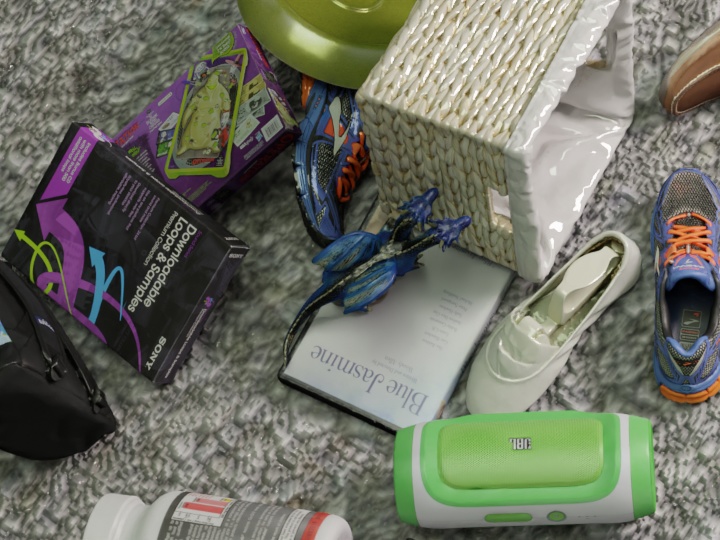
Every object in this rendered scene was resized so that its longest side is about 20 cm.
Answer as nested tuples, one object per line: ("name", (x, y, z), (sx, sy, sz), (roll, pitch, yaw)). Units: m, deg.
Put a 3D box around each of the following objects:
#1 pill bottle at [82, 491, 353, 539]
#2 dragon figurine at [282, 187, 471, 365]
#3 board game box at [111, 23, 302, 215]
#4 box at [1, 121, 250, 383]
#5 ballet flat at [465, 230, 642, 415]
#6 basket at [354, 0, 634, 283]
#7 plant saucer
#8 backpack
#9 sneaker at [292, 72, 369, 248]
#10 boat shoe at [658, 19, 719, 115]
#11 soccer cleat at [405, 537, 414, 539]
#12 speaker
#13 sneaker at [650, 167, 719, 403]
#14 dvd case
("pill bottle", (-0.114, 0.237, 1.528), (0.199, 0.116, 0.116), (8, 68, 14))
("dragon figurine", (0.000, 0.000, 1.591), (0.200, 0.099, 0.059), (-33, 84, 4))
("board game box", (-0.147, -0.107, 1.688), (0.200, 0.032, 0.120), (-38, 64, 24))
("box", (-0.206, -0.016, 1.671), (0.200, 0.036, 0.143), (36, 105, 22))
("ballet flat", (0.155, 0.040, 1.593), (0.069, 0.069, 0.200), (40, 79, 24))
("basket", (0.118, -0.138, 1.598), (0.160, 0.198, 0.200), (23, 65, 21))
("plant saucer", (-0.010, -0.238, 1.712), (0.199, 0.031, 0.200), (10, 45, -11))
("backpack", (-0.315, 0.062, 1.629), (0.154, 0.163, 0.200), (-32, 57, 12))
("sneaker", (-0.016, -0.113, 1.683), (0.078, 0.075, 0.201), (1, 68, 8))
("boat shoe", (0.349, -0.186, 1.652), (0.200, 0.076, 0.072), (-31, 66, -2))
("soccer cleat", (0.008, 0.304, 1.504), (0.073, 0.068, 0.201), (3, 69, 17))
("speaker", (0.130, 0.158, 1.526), (0.199, 0.088, 0.089), (-3, 66, 10))
("sneaker", (0.273, 0.004, 1.578), (0.075, 0.078, 0.201), (-3, 66, 9))
("dvd case", (0.036, 0.036, 1.643), (0.142, 0.018, 0.200), (23, 73, 19))
